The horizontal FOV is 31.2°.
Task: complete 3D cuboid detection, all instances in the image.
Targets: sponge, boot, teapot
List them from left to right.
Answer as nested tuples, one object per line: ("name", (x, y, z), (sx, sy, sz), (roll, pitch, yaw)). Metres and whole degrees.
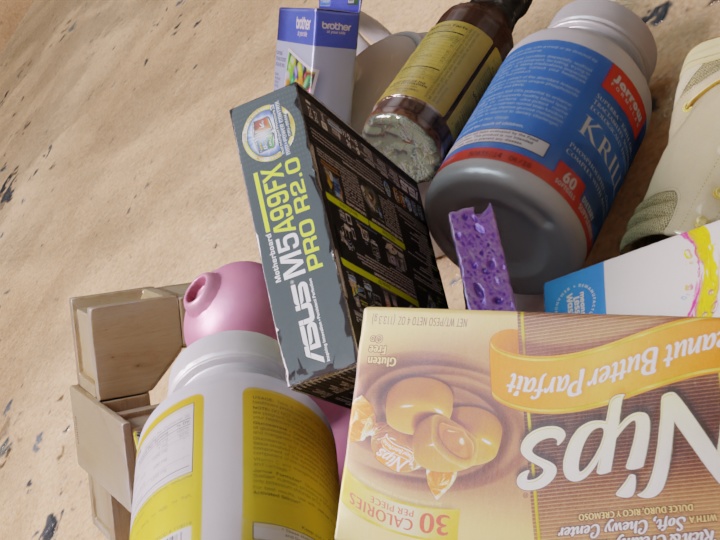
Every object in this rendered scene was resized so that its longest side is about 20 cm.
("teapot", (0.033, -0.118, 1.015), (0.199, 0.146, 0.199), (1, 59, 57))
("sponge", (0.082, 0.077, 0.716), (0.029, 0.112, 0.202), (-10, 60, 3))
("boot", (0.241, -0.071, 0.732), (0.199, 0.073, 0.157), (-4, 55, 56))

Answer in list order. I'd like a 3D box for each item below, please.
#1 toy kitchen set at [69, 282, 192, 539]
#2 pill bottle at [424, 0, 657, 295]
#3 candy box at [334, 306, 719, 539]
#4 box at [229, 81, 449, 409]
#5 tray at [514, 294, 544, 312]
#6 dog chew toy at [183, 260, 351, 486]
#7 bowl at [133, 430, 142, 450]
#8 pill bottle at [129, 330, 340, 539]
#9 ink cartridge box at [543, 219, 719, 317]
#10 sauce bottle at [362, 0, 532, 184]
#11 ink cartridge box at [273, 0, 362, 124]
("toy kitchen set", (-0.136, 0.120, 1.083), (0.163, 0.178, 0.203), (13, 109, 63))
("pill bottle", (0.130, -0.091, 0.863), (0.112, 0.112, 0.201), (-15, 35, 48))
("candy box", (0.092, 0.081, 0.600), (0.198, 0.055, 0.117), (1, 75, 24))
("box", (0.000, 0.000, 0.751), (0.044, 0.200, 0.162), (-18, 72, 17))
("tray", (0.129, 0.070, 0.798), (0.108, 0.022, 0.200), (-50, 29, 8))
("dog chew toy", (-0.035, 0.065, 0.860), (0.124, 0.199, 0.125), (-35, 33, 28))
("bowl", (-0.075, 0.188, 0.852), (0.093, 0.203, 0.201), (-18, 28, -10))
("pill bottle", (-0.065, 0.127, 0.678), (0.112, 0.112, 0.201), (-40, 31, 23))
("ink cartridge box", (0.195, 0.038, 0.655), (0.199, 0.067, 0.117), (-23, 51, 34))
("sauce bottle", (0.070, -0.145, 0.911), (0.064, 0.065, 0.201), (-18, 29, 46))
("ink cartridge box", (-0.037, -0.126, 0.960), (0.119, 0.041, 0.203), (-144, 60, -70))
